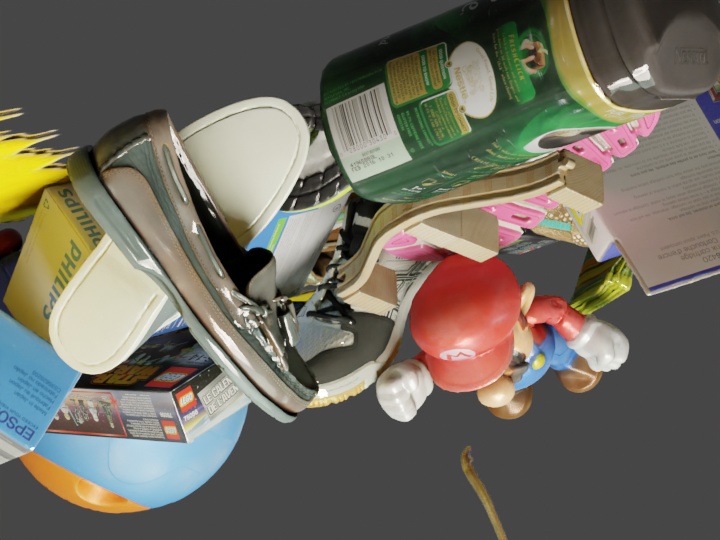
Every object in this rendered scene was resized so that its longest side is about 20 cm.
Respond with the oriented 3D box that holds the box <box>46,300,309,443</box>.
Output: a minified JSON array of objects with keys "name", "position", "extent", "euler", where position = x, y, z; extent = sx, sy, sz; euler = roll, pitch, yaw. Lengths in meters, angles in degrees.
[{"name":"box","position":[-0.136,0.063,1.508],"extent":[0.199,0.040,0.137],"euler":[-1,-155,45]}]

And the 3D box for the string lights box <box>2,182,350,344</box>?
[{"name":"string lights box","position":[-0.112,-0.015,1.405],"extent":[0.199,0.059,0.103],"euler":[-15,146,-39]}]

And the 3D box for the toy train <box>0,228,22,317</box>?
[{"name":"toy train","position":[-0.202,0.007,1.524],"extent":[0.115,0.085,0.200],"euler":[-31,-179,-19]}]

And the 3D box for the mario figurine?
[{"name":"mario figurine","position":[0.089,0.063,1.420],"extent":[0.124,0.106,0.200],"euler":[-56,155,2]}]

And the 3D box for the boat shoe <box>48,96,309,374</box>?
[{"name":"boat shoe","position":[-0.098,-0.025,1.283],"extent":[0.200,0.073,0.062],"euler":[-47,176,17]}]

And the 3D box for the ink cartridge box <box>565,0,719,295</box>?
[{"name":"ink cartridge box","position":[0.216,-0.075,1.408],"extent":[0.196,0.201,0.047],"euler":[-16,147,-15]}]

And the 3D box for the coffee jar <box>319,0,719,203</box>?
[{"name":"coffee jar","position":[0.083,-0.102,1.156],"extent":[0.199,0.086,0.104],"euler":[-19,173,34]}]

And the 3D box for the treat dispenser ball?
[{"name":"treat dispenser ball","position":[-0.187,0.090,1.800],"extent":[0.200,0.202,0.201],"euler":[-18,176,-1]}]

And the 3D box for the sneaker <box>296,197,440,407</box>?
[{"name":"sneaker","position":[0.000,0.000,1.435],"extent":[0.075,0.088,0.200],"euler":[11,-136,31]}]

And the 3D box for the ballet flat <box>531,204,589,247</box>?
[{"name":"ballet flat","position":[0.138,-0.086,1.500],"extent":[0.065,0.071,0.200],"euler":[2,-149,7]}]

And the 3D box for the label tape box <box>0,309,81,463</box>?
[{"name":"label tape box","position":[-0.268,0.059,1.382],"extent":[0.066,0.143,0.200],"euler":[-61,-164,-24]}]

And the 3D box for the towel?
[{"name":"towel","position":[0.178,-0.066,1.499],"extent":[0.018,0.201,0.086],"euler":[24,158,-13]}]

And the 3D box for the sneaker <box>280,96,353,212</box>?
[{"name":"sneaker","position":[0.031,-0.089,1.318],"extent":[0.199,0.074,0.081],"euler":[-12,-174,24]}]

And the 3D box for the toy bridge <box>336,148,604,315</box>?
[{"name":"toy bridge","position":[0.051,-0.027,1.307],"extent":[0.067,0.027,0.200],"euler":[21,147,-35]}]

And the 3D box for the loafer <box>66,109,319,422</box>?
[{"name":"loafer","position":[-0.074,0.000,1.213],"extent":[0.063,0.200,0.072],"euler":[-35,-151,8]}]

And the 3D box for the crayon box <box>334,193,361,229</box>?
[{"name":"crayon box","position":[-0.046,-0.050,1.572],"extent":[0.125,0.052,0.199],"euler":[-14,176,-45]}]

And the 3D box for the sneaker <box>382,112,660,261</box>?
[{"name":"sneaker","position":[0.086,-0.080,1.366],"extent":[0.199,0.088,0.074],"euler":[-35,147,28]}]

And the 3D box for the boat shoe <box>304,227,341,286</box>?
[{"name":"boat shoe","position":[-0.052,-0.023,1.767],"extent":[0.199,0.074,0.075],"euler":[-21,175,39]}]

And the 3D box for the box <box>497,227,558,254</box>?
[{"name":"box","position":[0.088,-0.067,1.507],"extent":[0.035,0.111,0.200],"euler":[-19,177,12]}]
